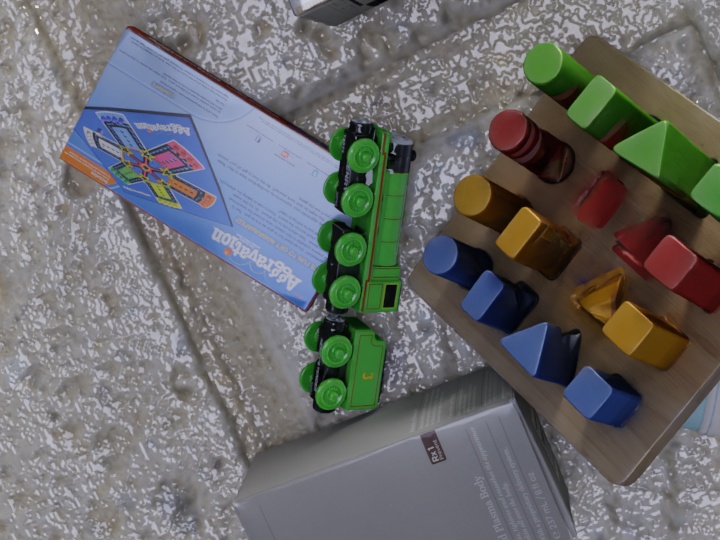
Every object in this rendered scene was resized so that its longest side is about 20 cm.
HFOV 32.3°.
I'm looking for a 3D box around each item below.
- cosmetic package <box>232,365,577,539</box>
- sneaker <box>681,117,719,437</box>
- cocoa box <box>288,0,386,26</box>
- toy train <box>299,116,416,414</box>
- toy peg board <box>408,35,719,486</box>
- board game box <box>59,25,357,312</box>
[{"bbox_3d":[0.028,0.147,0.817,0.199,0.090,0.107,-24,101,10],"label":"cosmetic package"},{"bbox_3d":[0.176,0.005,0.775,0.130,0.080,0.201,2,99,8],"label":"sneaker"},{"bbox_3d":[-0.007,-0.263,0.730,0.131,0.133,0.201,-22,96,11],"label":"cocoa box"},{"bbox_3d":[0.000,0.000,0.810,0.056,0.042,0.201,0,109,-26],"label":"toy train"},{"bbox_3d":[0.129,-0.019,0.718,0.200,0.098,0.200,45,104,34],"label":"toy peg board"},{"bbox_3d":[-0.094,-0.068,0.837,0.199,0.019,0.103,32,101,3],"label":"board game box"}]
